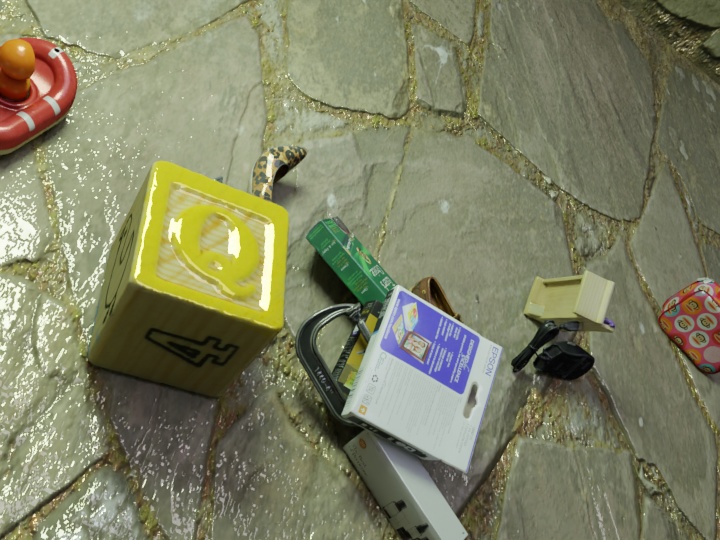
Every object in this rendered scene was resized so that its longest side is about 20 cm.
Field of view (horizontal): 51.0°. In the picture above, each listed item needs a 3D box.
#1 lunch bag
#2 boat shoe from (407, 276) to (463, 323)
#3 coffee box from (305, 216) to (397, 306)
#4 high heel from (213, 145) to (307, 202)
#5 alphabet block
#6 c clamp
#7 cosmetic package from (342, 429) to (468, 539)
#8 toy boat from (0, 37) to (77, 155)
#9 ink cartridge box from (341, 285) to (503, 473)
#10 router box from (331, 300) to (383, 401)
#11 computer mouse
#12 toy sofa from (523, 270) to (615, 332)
[{"bbox_3d":[0.806,0.123,1.729,0.200,0.176,0.082,47,43,2],"label":"lunch bag"},{"bbox_3d":[0.145,0.104,1.306,0.071,0.068,0.203,-11,67,-42],"label":"boat shoe"},{"bbox_3d":[0.000,0.000,1.252,0.201,0.044,0.123,50,13,3],"label":"coffee box"},{"bbox_3d":[-0.136,-0.122,1.244,0.198,0.072,0.143,-31,73,-30],"label":"high heel"},{"bbox_3d":[-0.219,0.018,0.978,0.193,0.200,0.199,18,49,-26],"label":"alphabet block"},{"bbox_3d":[0.004,0.130,1.102,0.170,0.027,0.202,-39,99,-14],"label":"c clamp"},{"bbox_3d":[0.061,0.313,1.077,0.050,0.083,0.202,-24,75,-45],"label":"cosmetic package"},{"bbox_3d":[-0.478,-0.264,1.045,0.130,0.131,0.201,40,43,-6],"label":"toy boat"},{"bbox_3d":[0.094,0.158,1.083,0.197,0.043,0.202,29,66,-14],"label":"ink cartridge box"},{"bbox_3d":[0.061,0.165,1.158,0.197,0.052,0.160,31,75,-15],"label":"router box"},{"bbox_3d":[0.379,0.139,1.418,0.196,0.142,0.047,11,39,-32],"label":"computer mouse"},{"bbox_3d":[0.406,0.061,1.439,0.096,0.200,0.085,23,80,-13],"label":"toy sofa"}]
